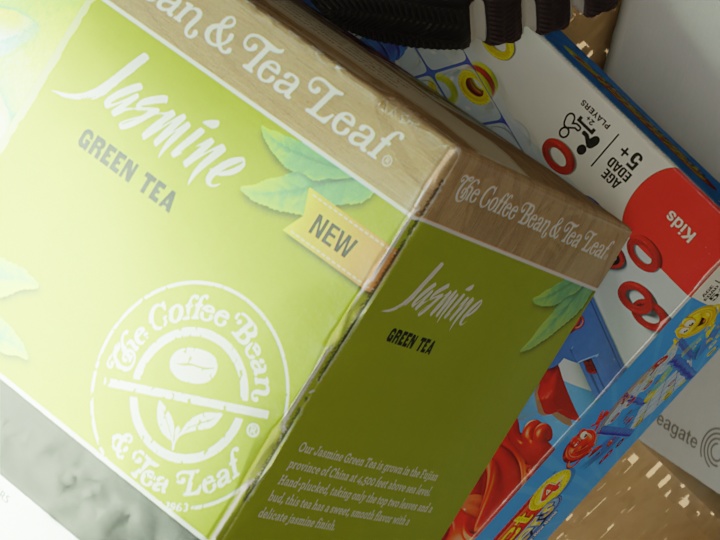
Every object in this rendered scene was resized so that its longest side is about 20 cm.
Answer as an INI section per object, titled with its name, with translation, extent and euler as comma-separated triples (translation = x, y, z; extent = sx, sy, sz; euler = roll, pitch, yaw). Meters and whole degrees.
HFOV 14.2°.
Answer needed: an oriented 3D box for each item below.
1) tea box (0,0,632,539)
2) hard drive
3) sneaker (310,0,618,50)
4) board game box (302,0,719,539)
[tea box]
translation = -0.066, 0.008, 0.847
extent = 0.200, 0.133, 0.198
euler = 35, 97, 27
[hard drive]
translation = 0.121, -0.039, 0.936
extent = 0.027, 0.132, 0.201
euler = 3, 109, -34
[sneaker]
translation = 0.061, -0.140, 0.856
extent = 0.199, 0.116, 0.076
euler = -16, 147, -14
[board game box]
translation = 0.000, 0.000, 0.923
extent = 0.200, 0.056, 0.196
euler = 45, 102, 23
